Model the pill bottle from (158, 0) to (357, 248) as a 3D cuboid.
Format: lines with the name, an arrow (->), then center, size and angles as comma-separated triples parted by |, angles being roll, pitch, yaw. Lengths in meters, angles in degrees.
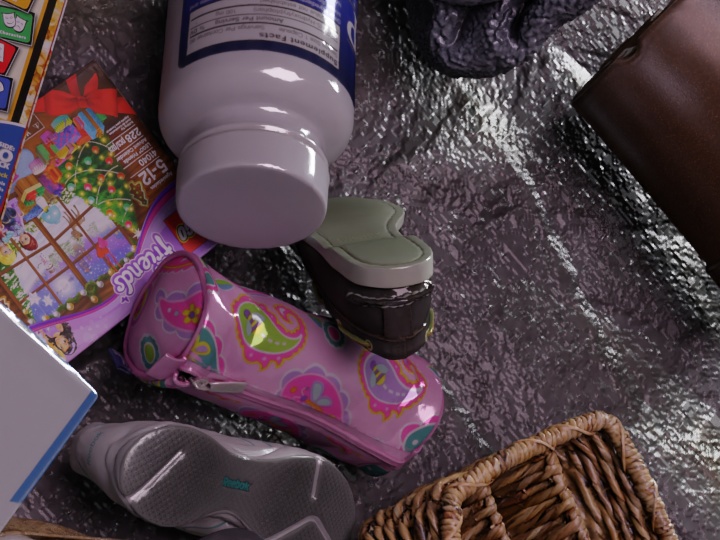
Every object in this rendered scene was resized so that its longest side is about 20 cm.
pill bottle -> -0.062, -0.120, 1.463 | 0.120, 0.120, 0.200 | 18, 54, -24

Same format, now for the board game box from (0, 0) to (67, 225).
board game box -> -0.258, -0.122, 1.384 | 0.151, 0.046, 0.200 | 19, 57, -11

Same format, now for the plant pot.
plant pot -> 0.264, -0.099, 1.625 | 0.198, 0.200, 0.200 | 45, 57, 0

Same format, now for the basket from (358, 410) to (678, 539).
basket -> 0.109, 0.204, 1.431 | 0.143, 0.149, 0.200 | -17, 82, -60

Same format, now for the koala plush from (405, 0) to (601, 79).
koala plush -> 0.052, -0.240, 1.551 | 0.200, 0.184, 0.177 | 37, 26, -21

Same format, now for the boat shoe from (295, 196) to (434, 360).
boat shoe -> 0.000, 0.000, 1.457 | 0.072, 0.201, 0.061 | -6, 105, -9

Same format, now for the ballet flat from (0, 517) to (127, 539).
ballet flat -> -0.162, 0.174, 1.357 | 0.200, 0.065, 0.071 | 5, 78, -28

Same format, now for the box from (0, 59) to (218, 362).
box -> -0.192, -0.018, 1.421 | 0.200, 0.039, 0.137 | -41, 96, -34

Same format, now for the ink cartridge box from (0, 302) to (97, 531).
ink cartridge box -> -0.243, 0.110, 1.255 | 0.085, 0.200, 0.145 | 43, 58, -15

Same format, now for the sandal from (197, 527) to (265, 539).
sandal -> -0.129, 0.199, 1.300 | 0.200, 0.043, 0.076 | -35, 75, -24

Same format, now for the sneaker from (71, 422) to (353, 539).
sneaker -> -0.083, 0.124, 1.409 | 0.200, 0.080, 0.070 | 27, 82, -43

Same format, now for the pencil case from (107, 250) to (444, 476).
pencil case -> -0.047, 0.060, 1.434 | 0.200, 0.087, 0.087 | 25, 62, -35
